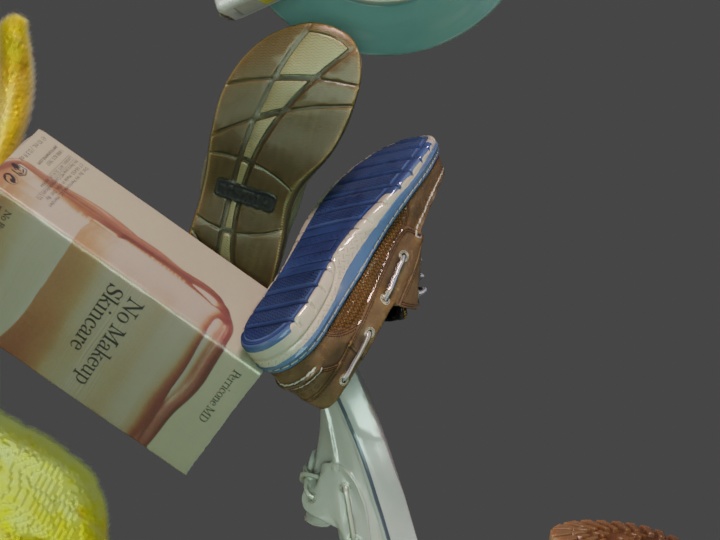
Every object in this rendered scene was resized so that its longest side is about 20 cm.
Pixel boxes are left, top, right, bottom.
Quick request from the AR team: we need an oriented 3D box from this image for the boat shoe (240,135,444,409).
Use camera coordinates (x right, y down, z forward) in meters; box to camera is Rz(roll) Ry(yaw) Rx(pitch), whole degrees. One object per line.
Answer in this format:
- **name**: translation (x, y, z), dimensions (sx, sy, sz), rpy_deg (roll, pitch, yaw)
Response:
- **boat shoe**: translation (0.000, 0.000, 1.045), dimensions (0.072, 0.072, 0.200), rpy_deg (53, 55, -25)

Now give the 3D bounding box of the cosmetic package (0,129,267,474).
- **cosmetic package**: translation (-0.153, 0.019, 1.050), dimensions (0.200, 0.087, 0.103), rpy_deg (34, 119, -4)

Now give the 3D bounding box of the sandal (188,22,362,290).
- **sandal**: translation (-0.059, -0.066, 1.077), dimensions (0.080, 0.054, 0.201), rpy_deg (22, 111, 3)

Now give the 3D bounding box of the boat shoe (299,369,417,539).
- **boat shoe**: translation (-0.007, 0.143, 1.086), dimensions (0.065, 0.074, 0.201), rpy_deg (-18, 95, -3)

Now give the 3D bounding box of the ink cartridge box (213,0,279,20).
- **ink cartridge box**: translation (-0.028, -0.282, 1.028), dimensions (0.199, 0.047, 0.198), rpy_deg (-22, 85, 9)

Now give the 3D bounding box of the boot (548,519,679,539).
- **boot**: translation (0.205, 0.230, 1.100), dimensions (0.199, 0.075, 0.108), rpy_deg (20, 101, -4)

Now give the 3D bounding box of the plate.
- **plate**: translation (0.014, -0.235, 1.067), dimensions (0.199, 0.026, 0.201), rpy_deg (0, 97, 1)
